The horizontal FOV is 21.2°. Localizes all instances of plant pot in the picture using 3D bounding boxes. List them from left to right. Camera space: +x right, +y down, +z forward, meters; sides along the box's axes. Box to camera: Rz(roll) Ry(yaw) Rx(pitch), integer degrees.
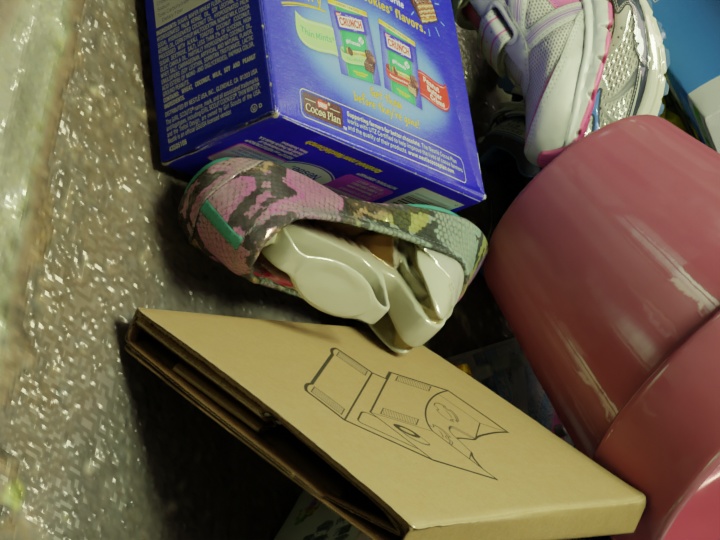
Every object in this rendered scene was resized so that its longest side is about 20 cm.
[{"bbox_3d":[0.164,0.027,0.967,0.179,0.200,0.200,49,23,27],"label":"plant pot"}]

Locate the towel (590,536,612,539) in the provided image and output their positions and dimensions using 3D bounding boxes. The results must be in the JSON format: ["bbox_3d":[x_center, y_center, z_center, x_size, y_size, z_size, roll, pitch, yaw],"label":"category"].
[{"bbox_3d":[0.177,0.162,1.061,0.148,0.050,0.200,51,35,-17],"label":"towel"}]

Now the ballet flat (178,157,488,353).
[{"bbox_3d":[0.000,0.000,0.897,0.200,0.069,0.071,17,31,-48],"label":"ballet flat"}]

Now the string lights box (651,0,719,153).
[{"bbox_3d":[0.214,-0.132,1.220,0.103,0.059,0.200,58,4,-43],"label":"string lights box"}]

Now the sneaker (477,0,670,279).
[{"bbox_3d":[0.111,-0.076,1.068,0.085,0.077,0.200,7,92,-40],"label":"sneaker"}]

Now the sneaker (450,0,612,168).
[{"bbox_3d":[0.081,-0.142,1.016,0.081,0.088,0.200,94,-7,-63],"label":"sneaker"}]

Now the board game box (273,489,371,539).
[{"bbox_3d":[-0.002,0.197,0.798,0.148,0.064,0.200,58,34,-16],"label":"board game box"}]

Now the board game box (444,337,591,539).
[{"bbox_3d":[0.108,0.133,1.035,0.200,0.026,0.200,-12,82,-58],"label":"board game box"}]

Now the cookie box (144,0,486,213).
[{"bbox_3d":[-0.026,-0.133,0.934,0.171,0.075,0.200,19,58,-52],"label":"cookie box"}]

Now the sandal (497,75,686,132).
[{"bbox_3d":[0.141,-0.095,1.186,0.087,0.079,0.200,-46,126,-16],"label":"sandal"}]

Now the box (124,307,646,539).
[{"bbox_3d":[0.016,0.068,0.838,0.163,0.021,0.200,34,14,32],"label":"box"}]
